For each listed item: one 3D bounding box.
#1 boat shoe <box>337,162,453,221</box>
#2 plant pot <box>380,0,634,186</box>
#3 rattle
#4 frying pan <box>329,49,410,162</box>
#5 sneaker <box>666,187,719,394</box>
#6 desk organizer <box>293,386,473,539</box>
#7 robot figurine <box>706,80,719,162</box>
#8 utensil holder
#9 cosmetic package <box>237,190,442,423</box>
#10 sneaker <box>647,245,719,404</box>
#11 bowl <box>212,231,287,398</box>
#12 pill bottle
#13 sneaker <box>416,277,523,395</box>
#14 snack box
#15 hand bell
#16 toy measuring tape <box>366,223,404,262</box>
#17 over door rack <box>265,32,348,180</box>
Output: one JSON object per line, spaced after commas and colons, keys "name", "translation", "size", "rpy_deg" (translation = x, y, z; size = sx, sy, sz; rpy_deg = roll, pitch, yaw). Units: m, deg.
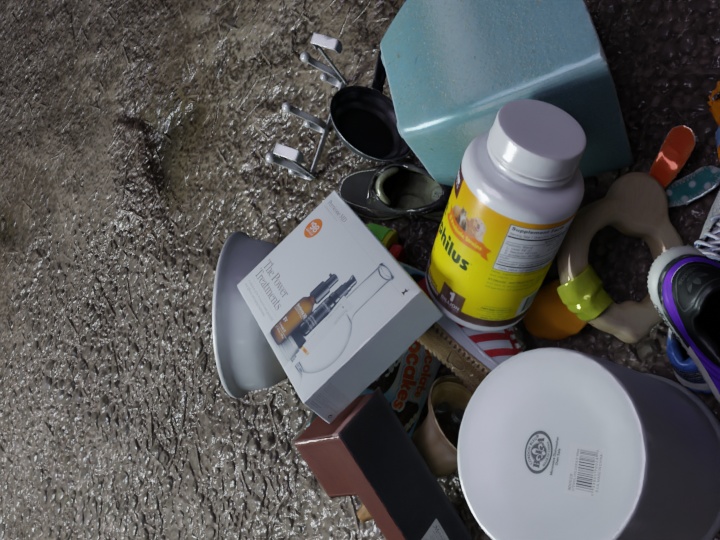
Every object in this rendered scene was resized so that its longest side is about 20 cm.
{"name": "boat shoe", "translation": [0.042, -0.098, 0.977], "size": [0.199, 0.066, 0.073], "rpy_deg": [12, 84, 42]}
{"name": "plant pot", "translation": [0.134, -0.190, 0.814], "size": [0.197, 0.196, 0.200], "rpy_deg": [-20, 63, 18]}
{"name": "rattle", "translation": [0.251, -0.027, 0.804], "size": [0.128, 0.143, 0.203], "rpy_deg": [21, 73, 10]}
{"name": "frying pan", "translation": [0.004, -0.208, 1.023], "size": [0.031, 0.113, 0.193], "rpy_deg": [-51, 45, 47]}
{"name": "sneaker", "translation": [0.311, 0.003, 0.705], "size": [0.076, 0.085, 0.204], "rpy_deg": [12, 84, 41]}
{"name": "desk organizer", "translation": [0.026, 0.222, 0.811], "size": [0.076, 0.072, 0.202], "rpy_deg": [-20, 106, 45]}
{"name": "robot figurine", "translation": [0.367, -0.073, 0.674], "size": [0.142, 0.058, 0.203], "rpy_deg": [-9, 65, -4]}
{"name": "utensil holder", "translation": [0.194, 0.158, 0.682], "size": [0.168, 0.199, 0.173], "rpy_deg": [-14, 68, 37]}
{"name": "cosmetic package", "translation": [-0.028, 0.029, 0.830], "size": [0.150, 0.052, 0.200], "rpy_deg": [-42, 42, 2]}
{"name": "sneaker", "translation": [0.300, 0.073, 0.625], "size": [0.070, 0.200, 0.100], "rpy_deg": [-44, 8, 6]}
{"name": "bowl", "translation": [-0.107, 0.054, 1.003], "size": [0.089, 0.201, 0.205], "rpy_deg": [1, 75, 9]}
{"name": "pill bottle", "translation": [0.130, -0.047, 0.739], "size": [0.110, 0.108, 0.202], "rpy_deg": [59, 150, 35]}
{"name": "sneaker", "translation": [0.141, 0.069, 0.840], "size": [0.200, 0.112, 0.071], "rpy_deg": [45, 153, 10]}
{"name": "snack box", "translation": [0.032, 0.096, 0.892], "size": [0.037, 0.115, 0.203], "rpy_deg": [24, 93, 55]}
{"name": "hand bell", "translation": [0.055, 0.210, 0.875], "size": [0.200, 0.103, 0.105], "rpy_deg": [-48, 50, 34]}
{"name": "toy measuring tape", "translation": [0.000, 0.000, 0.920], "size": [0.072, 0.200, 0.075], "rpy_deg": [13, 124, 20]}
{"name": "over door rack", "translation": [-0.070, -0.201, 1.030], "size": [0.065, 0.200, 0.150], "rpy_deg": [19, 90, 2]}
